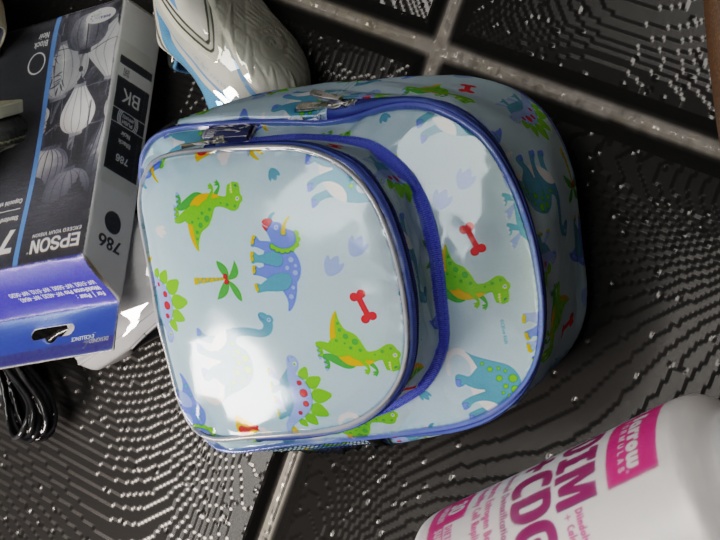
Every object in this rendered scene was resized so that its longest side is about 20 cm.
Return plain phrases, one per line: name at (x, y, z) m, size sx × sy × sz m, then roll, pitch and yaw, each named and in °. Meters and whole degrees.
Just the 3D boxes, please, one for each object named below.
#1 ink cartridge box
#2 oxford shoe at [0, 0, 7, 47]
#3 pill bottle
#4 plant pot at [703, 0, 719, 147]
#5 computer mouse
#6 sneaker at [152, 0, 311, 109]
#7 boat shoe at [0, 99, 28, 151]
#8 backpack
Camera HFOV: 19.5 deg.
ink cartridge box at (-0.169, -0.048, 1.161) m, size 0.099 × 0.039 × 0.200 m, roll -11°, pitch 64°, yaw 33°
oxford shoe at (-0.267, -0.097, 1.224) m, size 0.200 × 0.071 × 0.074 m, roll -56°, pitch 52°, yaw 34°
pill bottle at (0.132, 0.125, 0.945) m, size 0.200 × 0.113 × 0.113 m, roll -29°, pitch 71°, yaw 26°
plant pot at (0.226, -0.056, 0.881) m, size 0.187 × 0.187 × 0.200 m, roll 13°, pitch 106°, yaw 32°
computer mouse at (-0.145, 0.013, 1.171) m, size 0.200 × 0.044 × 0.110 m, roll -31°, pitch 69°, yaw 26°
sneaker at (-0.092, -0.156, 1.141) m, size 0.072 × 0.072 × 0.200 m, roll -38°, pitch 63°, yaw 31°
boat shoe at (-0.244, -0.044, 1.170) m, size 0.200 × 0.072 × 0.068 m, roll -24°, pitch 89°, yaw 42°
backpack at (0.000, 0.000, 1.013) m, size 0.200 × 0.147 × 0.183 m, roll -8°, pitch 98°, yaw 23°
